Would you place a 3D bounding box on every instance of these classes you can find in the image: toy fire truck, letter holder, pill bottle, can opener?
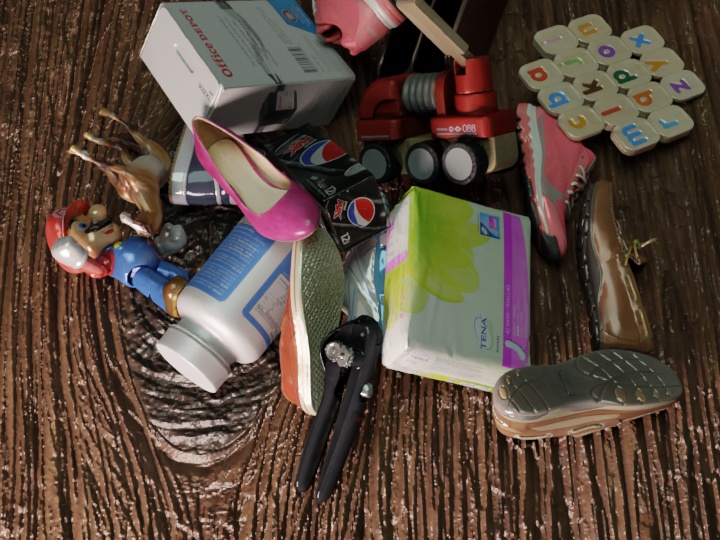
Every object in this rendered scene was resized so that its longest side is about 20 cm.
[{"bbox_3d":[0.070,-0.197,1.462,0.176,0.129,0.200,4,104,39],"label":"toy fire truck"},{"bbox_3d":[0.096,-0.302,1.578,0.100,0.142,0.200,15,67,16],"label":"letter holder"},{"bbox_3d":[-0.129,0.029,1.462,0.112,0.112,0.200,32,71,22],"label":"pill bottle"},{"bbox_3d":[-0.019,0.143,1.389,0.063,0.079,0.200,15,89,41],"label":"can opener"}]

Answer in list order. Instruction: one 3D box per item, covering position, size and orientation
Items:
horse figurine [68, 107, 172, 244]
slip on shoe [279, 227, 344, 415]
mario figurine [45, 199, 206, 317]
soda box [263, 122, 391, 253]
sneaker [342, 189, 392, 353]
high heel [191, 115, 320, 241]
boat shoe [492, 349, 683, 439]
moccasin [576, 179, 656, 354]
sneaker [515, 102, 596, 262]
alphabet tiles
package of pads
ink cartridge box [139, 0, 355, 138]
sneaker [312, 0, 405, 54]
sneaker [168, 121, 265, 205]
[{"bbox_3d":[-0.266,-0.120,1.555,0.132,0.200,0.050,35,111,-11],"label":"horse figurine"},{"bbox_3d":[-0.058,0.053,1.421,0.061,0.074,0.200,10,105,42],"label":"slip on shoe"},{"bbox_3d":[-0.267,-0.029,1.514,0.200,0.123,0.106,24,82,15],"label":"mario figurine"},{"bbox_3d":[-0.039,-0.096,1.483,0.063,0.071,0.200,-27,31,-11],"label":"soda box"},{"bbox_3d":[0.000,0.000,1.482,0.087,0.075,0.200,-7,62,12],"label":"sneaker"},{"bbox_3d":[-0.113,-0.100,1.412,0.067,0.096,0.200,-40,39,-3],"label":"high heel"},{"bbox_3d":[0.229,0.132,1.377,0.200,0.072,0.076,-3,49,-7],"label":"boat shoe"},{"bbox_3d":[0.276,-0.004,1.437,0.078,0.074,0.202,-3,59,-3],"label":"moccasin"},{"bbox_3d":[0.223,-0.106,1.497,0.087,0.074,0.200,-6,63,3],"label":"sneaker"},{"bbox_3d":[0.290,-0.216,1.551,0.195,0.015,0.200,-22,61,-22],"label":"alphabet tiles"},{"bbox_3d":[0.101,0.020,1.420,0.154,0.068,0.200,14,61,-20],"label":"package of pads"},{"bbox_3d":[-0.131,-0.236,1.555,0.200,0.084,0.145,-12,56,-42],"label":"ink cartridge box"},{"bbox_3d":[-0.031,-0.314,1.574,0.087,0.074,0.200,-47,40,2],"label":"sneaker"},{"bbox_3d":[-0.152,-0.160,1.589,0.108,0.070,0.200,7,63,9],"label":"sneaker"}]
